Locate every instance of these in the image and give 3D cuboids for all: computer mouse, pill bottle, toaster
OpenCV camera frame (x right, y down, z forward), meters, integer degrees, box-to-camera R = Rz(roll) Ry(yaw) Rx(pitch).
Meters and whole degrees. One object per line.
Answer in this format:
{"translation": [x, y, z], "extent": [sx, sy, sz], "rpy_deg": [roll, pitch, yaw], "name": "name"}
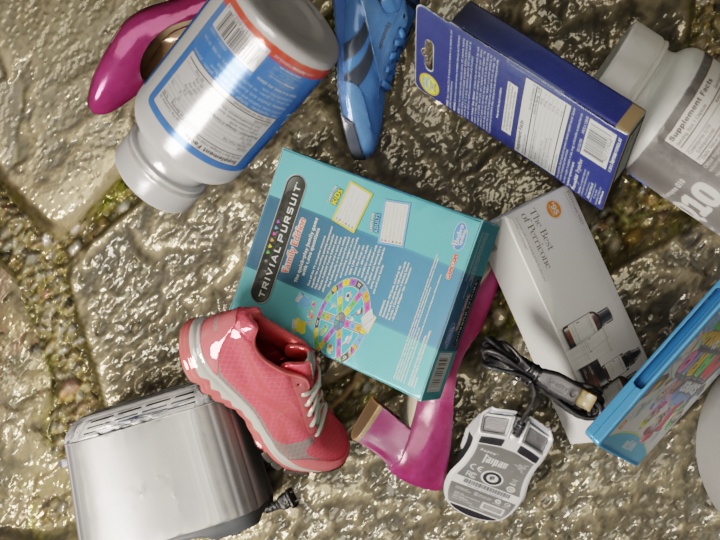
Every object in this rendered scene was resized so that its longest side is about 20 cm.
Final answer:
{"translation": [0.123, 0.139, 0.893], "extent": [0.108, 0.044, 0.201], "rpy_deg": [21, 133, -1], "name": "computer mouse"}
{"translation": [-0.118, -0.144, 0.879], "extent": [0.112, 0.112, 0.200], "rpy_deg": [47, 118, 1], "name": "pill bottle"}
{"translation": [-0.162, 0.170, 0.919], "extent": [0.197, 0.114, 0.131], "rpy_deg": [-16, 90, 7], "name": "toaster"}
{"translation": [0.279, -0.108, 0.863], "extent": [0.199, 0.114, 0.115], "rpy_deg": [34, 96, 2], "name": "pill bottle"}

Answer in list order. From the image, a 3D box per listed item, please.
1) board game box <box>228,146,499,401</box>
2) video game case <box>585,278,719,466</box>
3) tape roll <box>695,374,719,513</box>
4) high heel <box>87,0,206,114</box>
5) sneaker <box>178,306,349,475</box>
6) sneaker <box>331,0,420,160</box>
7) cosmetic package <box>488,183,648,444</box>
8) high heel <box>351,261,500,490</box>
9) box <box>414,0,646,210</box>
{"translation": [0.000, 0.000, 0.893], "extent": [0.198, 0.047, 0.153], "rpy_deg": [22, 96, 26], "name": "board game box"}
{"translation": [0.267, 0.070, 0.844], "extent": [0.201, 0.143, 0.018], "rpy_deg": [-50, 60, 6], "name": "video game case"}
{"translation": [0.388, 0.156, 0.857], "extent": [0.199, 0.139, 0.206], "rpy_deg": [0, 93, 4], "name": "tape roll"}
{"translation": [-0.147, -0.194, 0.915], "extent": [0.096, 0.067, 0.201], "rpy_deg": [41, 93, 12], "name": "high heel"}
{"translation": [-0.061, 0.103, 0.884], "extent": [0.086, 0.074, 0.200], "rpy_deg": [-25, 126, 30], "name": "sneaker"}
{"translation": [0.015, -0.198, 0.906], "extent": [0.077, 0.066, 0.204], "rpy_deg": [-2, 93, 1], "name": "sneaker"}
{"translation": [0.178, 0.036, 0.895], "extent": [0.082, 0.050, 0.202], "rpy_deg": [-26, 92, -32], "name": "cosmetic package"}
{"translation": [0.083, 0.094, 0.923], "extent": [0.095, 0.067, 0.201], "rpy_deg": [34, 88, -14], "name": "high heel"}
{"translation": [0.130, -0.140, 0.856], "extent": [0.199, 0.121, 0.032], "rpy_deg": [35, 72, 16], "name": "box"}
